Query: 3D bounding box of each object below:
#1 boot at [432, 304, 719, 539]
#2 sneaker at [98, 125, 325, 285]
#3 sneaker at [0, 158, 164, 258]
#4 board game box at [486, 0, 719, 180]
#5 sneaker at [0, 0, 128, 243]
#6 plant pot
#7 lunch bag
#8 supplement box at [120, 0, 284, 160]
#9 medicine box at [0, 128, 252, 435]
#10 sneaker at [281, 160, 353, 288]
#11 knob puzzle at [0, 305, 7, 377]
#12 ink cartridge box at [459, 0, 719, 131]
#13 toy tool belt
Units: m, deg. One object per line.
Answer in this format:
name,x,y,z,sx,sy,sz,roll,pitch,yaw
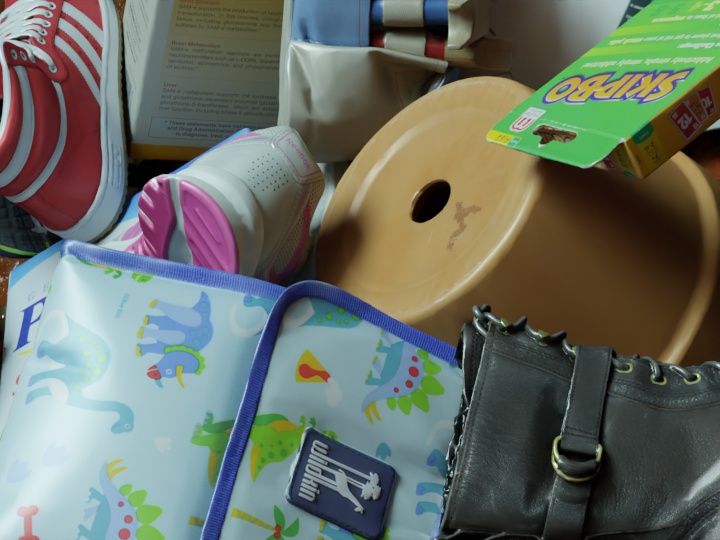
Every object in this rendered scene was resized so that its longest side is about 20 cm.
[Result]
boot,0.127,0.048,1.175,0.069,0.174,0.200,101,-173,-67
sneaker,-0.068,-0.008,1.312,0.088,0.081,0.200,-33,-2,-27
sneaker,-0.185,-0.047,1.608,0.081,0.074,0.200,-19,7,25
board game box,0.153,-0.102,1.198,0.200,0.030,0.096,-35,24,-17
sneaker,-0.189,-0.118,1.501,0.071,0.112,0.200,-32,52,25
plant pot,0.073,0.001,1.298,0.200,0.140,0.200,-28,41,28
lunch bag,-0.056,0.096,1.193,0.200,0.127,0.170,13,66,8
supplement box,-0.059,-0.159,1.510,0.074,0.126,0.200,-108,27,-50
medicine box,-0.096,0.058,1.461,0.182,0.103,0.200,-30,42,26
sneaker,0.000,0.000,1.395,0.071,0.099,0.200,-40,19,27
knob puzzle,-0.206,0.073,1.529,0.030,0.220,0.220,-8,46,3
ink cartridge box,0.102,-0.146,1.367,0.200,0.174,0.044,-9,19,39
toy tool belt,0.026,-0.143,1.341,0.125,0.123,0.200,-95,9,-62
